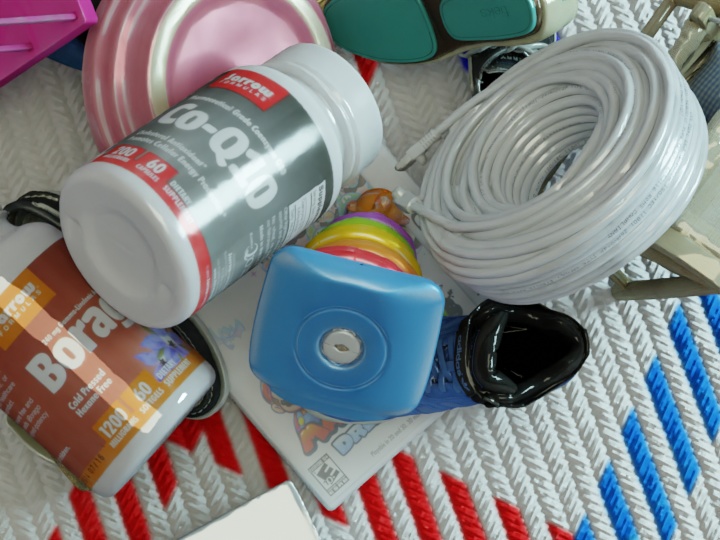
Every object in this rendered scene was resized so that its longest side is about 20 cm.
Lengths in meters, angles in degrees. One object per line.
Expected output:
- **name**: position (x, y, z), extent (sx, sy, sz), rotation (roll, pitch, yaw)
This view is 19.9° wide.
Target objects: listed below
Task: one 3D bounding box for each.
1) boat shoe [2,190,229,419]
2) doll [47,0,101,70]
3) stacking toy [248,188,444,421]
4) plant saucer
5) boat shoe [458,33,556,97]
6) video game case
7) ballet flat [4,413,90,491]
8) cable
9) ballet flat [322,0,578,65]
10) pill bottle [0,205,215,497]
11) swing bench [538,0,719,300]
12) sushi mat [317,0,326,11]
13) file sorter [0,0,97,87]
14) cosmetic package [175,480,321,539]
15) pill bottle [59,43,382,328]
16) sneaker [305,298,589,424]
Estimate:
- **boat shoe**: position (-0.173, 0.028, 1.403), extent (0.200, 0.060, 0.076), rotation (42, 104, 7)
- **doll**: position (-0.178, -0.190, 1.438), extent (0.136, 0.048, 0.200), rotation (-20, 76, -13)
- **stacking toy**: position (0.000, 0.000, 1.361), extent (0.116, 0.200, 0.110), rotation (14, 121, 0)
- **plant saucer**: position (-0.091, -0.130, 1.398), extent (0.200, 0.051, 0.201), rotation (-2, 94, -36)
- **boat shoe**: position (0.105, -0.147, 1.456), extent (0.073, 0.068, 0.200), rotation (8, 81, -3)
- **video game case**: position (-0.006, 0.036, 1.443), extent (0.200, 0.024, 0.182), rotation (-41, 86, -9)
- **ballet flat**: position (-0.233, 0.071, 1.404), extent (0.071, 0.071, 0.200), rotation (-42, 85, -9)
- **cable**: position (0.129, -0.065, 1.323), extent (0.200, 0.200, 0.069), rotation (-41, 123, 6)
- **ballet flat**: position (0.064, -0.182, 1.423), extent (0.200, 0.069, 0.070), rotation (5, 78, 40)
- **pill bottle**: position (-0.201, 0.043, 1.322), extent (0.200, 0.112, 0.112), rotation (41, 81, 0)
- **swing bench**: position (0.245, -0.077, 1.376), extent (0.130, 0.200, 0.199), rotation (42, 78, -28)
- **sushi mat**: position (-0.086, -0.193, 1.475), extent (0.200, 0.012, 0.096), rotation (-35, 85, -9)
- **file sorter**: position (-0.303, -0.181, 1.348), extent (0.200, 0.125, 0.139), rotation (-27, 82, 36)
- **cosmetic package**: position (-0.120, 0.218, 1.369), extent (0.200, 0.102, 0.074), rotation (-27, 85, -7)
- **pill bottle**: position (-0.084, -0.060, 1.301), extent (0.114, 0.114, 0.200), rotation (49, 53, 3)
- **sneaker**: position (0.055, 0.060, 1.376), extent (0.199, 0.111, 0.077), rotation (-3, 81, -5)
